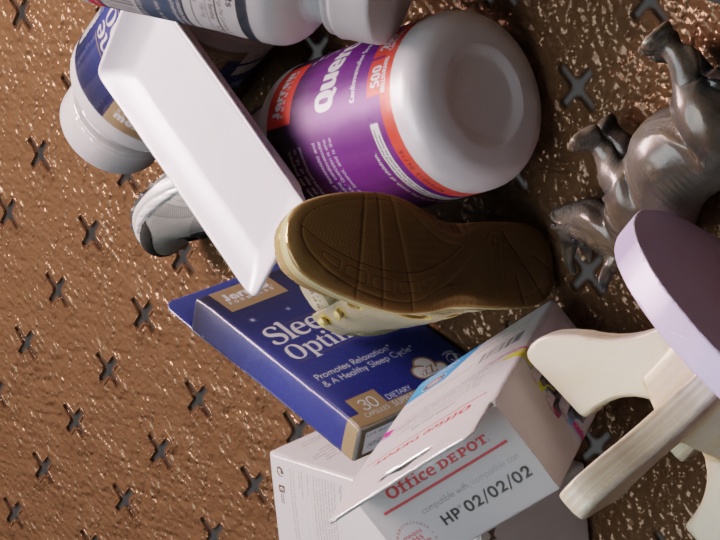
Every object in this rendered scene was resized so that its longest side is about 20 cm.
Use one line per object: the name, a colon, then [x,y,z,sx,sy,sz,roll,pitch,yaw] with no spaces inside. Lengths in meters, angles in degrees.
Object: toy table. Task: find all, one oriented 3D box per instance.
toy table: [0.191,0.075,1.162,0.117,0.184,0.200,-52,60,29]

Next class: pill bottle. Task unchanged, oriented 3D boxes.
pill bottle: [-0.136,-0.152,1.473,0.111,0.111,0.200,59,139,12]
pill bottle: [-0.070,-0.200,1.263,0.200,0.120,0.120,15,119,17]
pill bottle: [0.012,-0.090,1.331,0.200,0.112,0.113,-13,95,50]

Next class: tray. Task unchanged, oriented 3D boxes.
tray: [-0.099,-0.089,1.355,0.200,0.022,0.107,55,142,19]

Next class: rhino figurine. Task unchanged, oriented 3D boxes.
rhino figurine: [0.164,-0.054,1.215,0.087,0.060,0.200,45,139,12]

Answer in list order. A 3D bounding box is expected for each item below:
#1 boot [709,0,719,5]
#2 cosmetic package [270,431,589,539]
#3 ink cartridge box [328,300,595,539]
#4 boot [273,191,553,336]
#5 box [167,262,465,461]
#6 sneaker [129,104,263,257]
boot: [0.153,-0.205,1.069,0.200,0.073,0.182,15,124,-3]
cosmetic package: [0.045,0.160,1.402,0.200,0.108,0.085,14,116,46]
ink cartridge box: [0.069,0.105,1.252,0.115,0.200,0.068,-35,96,27]
boot: [0.000,0.000,1.322,0.155,0.200,0.073,-12,78,52]
box: [-0.026,0.046,1.422,0.200,0.121,0.032,35,130,34]
sneaker: [-0.099,-0.048,1.506,0.200,0.074,0.079,-34,84,49]
